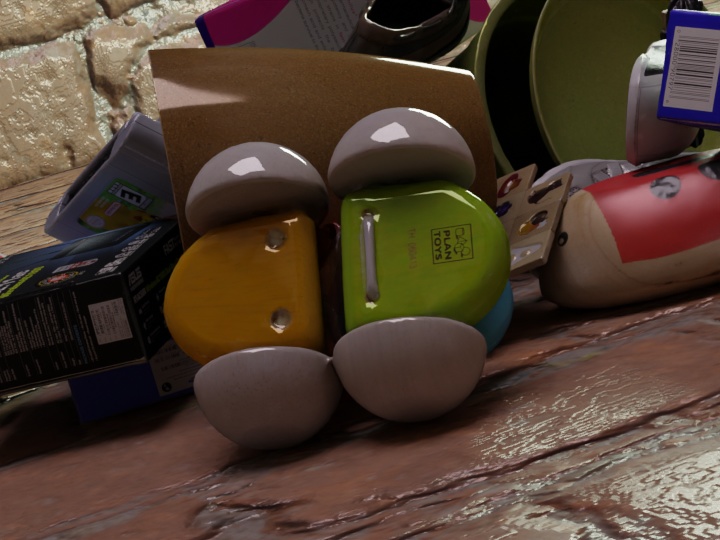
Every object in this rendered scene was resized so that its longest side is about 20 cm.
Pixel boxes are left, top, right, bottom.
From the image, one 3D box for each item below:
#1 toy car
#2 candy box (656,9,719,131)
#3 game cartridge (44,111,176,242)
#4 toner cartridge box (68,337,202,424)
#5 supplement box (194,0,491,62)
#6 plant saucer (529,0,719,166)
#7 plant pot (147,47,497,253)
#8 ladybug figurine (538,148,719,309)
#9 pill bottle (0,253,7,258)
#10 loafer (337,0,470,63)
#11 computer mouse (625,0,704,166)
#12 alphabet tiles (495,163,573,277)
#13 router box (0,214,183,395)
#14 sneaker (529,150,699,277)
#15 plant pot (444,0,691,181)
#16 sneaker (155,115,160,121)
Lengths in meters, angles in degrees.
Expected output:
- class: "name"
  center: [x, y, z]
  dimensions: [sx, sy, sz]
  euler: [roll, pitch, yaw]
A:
- class: "toy car"
  center: [-0.002, 0.017, 1.258]
  dimensions: [0.200, 0.175, 0.150]
  euler: [-13, -28, 18]
- class: "candy box"
  center: [0.312, -0.110, 1.387]
  dimensions: [0.169, 0.077, 0.200]
  euler: [12, 3, 42]
- class: "game cartridge"
  center: [-0.135, -0.040, 1.573]
  dimensions: [0.133, 0.041, 0.200]
  euler: [23, -27, -16]
- class: "toner cartridge box"
  center: [-0.158, 0.056, 1.533]
  dimensions: [0.095, 0.043, 0.200]
  euler: [-15, 9, -7]
- class: "supplement box"
  center: [-0.012, -0.195, 1.736]
  dimensions: [0.200, 0.101, 0.103]
  euler: [-16, 13, 39]
- class: "plant saucer"
  center: [0.191, -0.123, 1.580]
  dimensions: [0.200, 0.200, 0.031]
  euler: [-22, 2, -37]
- class: "plant pot"
  center: [-0.021, -0.065, 1.396]
  dimensions: [0.200, 0.187, 0.186]
  euler: [-11, 9, -4]
- class: "ladybug figurine"
  center: [0.204, -0.032, 1.390]
  dimensions: [0.200, 0.072, 0.136]
  euler: [-16, 9, -7]
- class: "pill bottle"
  center: [-0.302, 0.054, 1.547]
  dimensions: [0.114, 0.114, 0.200]
  euler: [-13, 9, 11]
- class: "loafer"
  center: [0.038, -0.184, 1.555]
  dimensions: [0.072, 0.063, 0.200]
  euler: [22, 38, 7]
- class: "computer mouse"
  center: [0.208, -0.114, 1.467]
  dimensions: [0.044, 0.110, 0.200]
  euler: [6, 19, 13]
- class: "alphabet tiles"
  center: [0.041, 0.000, 1.410]
  dimensions: [0.200, 0.006, 0.166]
  euler: [-23, 24, 29]
- class: "router box"
  center: [-0.192, 0.024, 1.450]
  dimensions: [0.150, 0.062, 0.200]
  euler: [-14, 10, 11]
- class: "sneaker"
  center: [0.190, -0.047, 1.491]
  dimensions: [0.200, 0.075, 0.082]
  euler: [-20, 10, -34]
- class: "plant pot"
  center: [0.109, -0.095, 1.657]
  dimensions: [0.200, 0.200, 0.190]
  euler: [-22, -1, -38]
- class: "sneaker"
  center: [-0.056, -0.079, 1.567]
  dimensions: [0.200, 0.088, 0.076]
  euler: [3, 45, 40]
